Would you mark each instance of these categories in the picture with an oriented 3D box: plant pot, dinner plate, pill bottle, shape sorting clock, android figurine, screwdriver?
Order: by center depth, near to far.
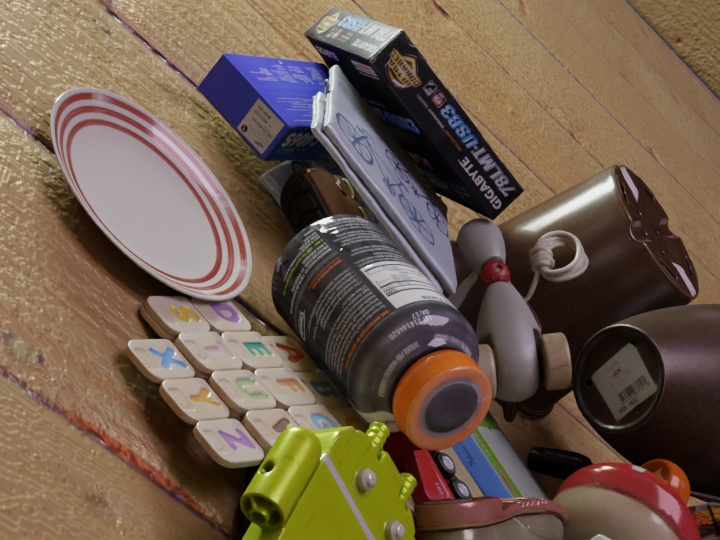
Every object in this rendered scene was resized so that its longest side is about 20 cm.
[{"bbox_3d":[-0.016,0.182,1.010,0.183,0.041,0.200,63,38,-24],"label":"android figurine"},{"bbox_3d":[0.019,0.049,1.184,0.106,0.107,0.200,30,12,-41],"label":"pill bottle"},{"bbox_3d":[-0.161,-0.054,1.205,0.200,0.024,0.201,40,24,-22],"label":"dinner plate"},{"bbox_3d":[0.098,0.157,1.357,0.200,0.039,0.200,50,12,-14],"label":"shape sorting clock"},{"bbox_3d":[0.282,0.109,1.418,0.199,0.187,0.188,14,42,-48],"label":"plant pot"},{"bbox_3d":[0.242,0.187,1.431,0.029,0.198,0.028,-19,114,-59],"label":"screwdriver"},{"bbox_3d":[0.209,0.010,1.554,0.200,0.197,0.201,44,27,-29],"label":"plant pot"}]

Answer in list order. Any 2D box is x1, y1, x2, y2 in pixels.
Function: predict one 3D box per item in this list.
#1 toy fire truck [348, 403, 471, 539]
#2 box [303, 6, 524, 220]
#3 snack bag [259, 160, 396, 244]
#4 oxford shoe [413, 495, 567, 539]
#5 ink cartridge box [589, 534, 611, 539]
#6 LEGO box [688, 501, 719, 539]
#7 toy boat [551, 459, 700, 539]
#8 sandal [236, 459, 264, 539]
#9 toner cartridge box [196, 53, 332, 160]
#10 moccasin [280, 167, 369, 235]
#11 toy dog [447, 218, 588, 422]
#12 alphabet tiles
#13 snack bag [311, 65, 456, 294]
[{"bbox_3d":[0.023,0.165,1.195,0.141,0.049,0.201,6,49,-57],"label":"toy fire truck"},{"bbox_3d":[0.047,-0.151,1.509,0.199,0.050,0.200,49,-6,-25],"label":"box"},{"bbox_3d":[-0.005,-0.042,1.482,0.189,0.021,0.200,52,23,0],"label":"snack bag"},{"bbox_3d":[0.096,0.203,1.154,0.199,0.070,0.075,12,71,-57],"label":"oxford shoe"},{"bbox_3d":[0.195,0.296,1.199,0.199,0.145,0.084,31,29,-39],"label":"ink cartridge box"},{"bbox_3d":[0.332,0.310,1.346,0.149,0.076,0.202,-135,-145,-77],"label":"LEGO box"},{"bbox_3d":[0.230,0.213,1.308,0.130,0.131,0.201,19,-27,23],"label":"toy boat"},{"bbox_3d":[-0.044,0.159,1.080,0.075,0.048,0.201,38,27,-28],"label":"sandal"},{"bbox_3d":[-0.060,-0.148,1.461,0.095,0.043,0.200,49,21,14],"label":"toner cartridge box"},{"bbox_3d":[-0.001,0.001,1.357,0.077,0.074,0.202,-2,50,-39],"label":"moccasin"},{"bbox_3d":[0.128,0.054,1.434,0.131,0.097,0.201,11,46,5],"label":"toy dog"},{"bbox_3d":[-0.069,0.086,1.118,0.200,0.015,0.195,46,22,26],"label":"alphabet tiles"},{"bbox_3d":[0.020,-0.086,1.399,0.189,0.021,0.200,51,15,-18],"label":"snack bag"}]
